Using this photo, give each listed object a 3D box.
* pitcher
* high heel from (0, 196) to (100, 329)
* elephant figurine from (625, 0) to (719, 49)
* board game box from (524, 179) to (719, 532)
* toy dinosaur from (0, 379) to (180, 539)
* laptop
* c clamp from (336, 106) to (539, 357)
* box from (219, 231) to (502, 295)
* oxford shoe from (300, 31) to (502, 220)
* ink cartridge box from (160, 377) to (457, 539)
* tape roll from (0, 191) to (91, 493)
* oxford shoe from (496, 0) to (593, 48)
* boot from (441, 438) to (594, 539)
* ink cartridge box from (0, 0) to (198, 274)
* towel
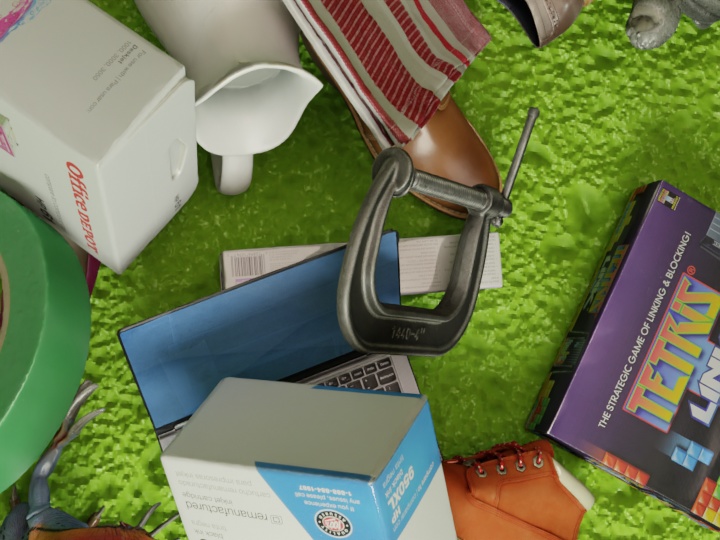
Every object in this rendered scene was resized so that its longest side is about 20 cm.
[{"bbox_3d":[-0.094,-0.167,0.776,0.119,0.172,0.203,-7,67,-20],"label":"pitcher"},{"bbox_3d":[-0.205,0.003,0.757,0.066,0.096,0.204,10,85,-9],"label":"high heel"},{"bbox_3d":[0.256,-0.235,0.841,0.152,0.142,0.204,0,80,5],"label":"elephant figurine"},{"bbox_3d":[0.236,0.063,0.854,0.164,0.057,0.202,27,82,-9],"label":"board game box"},{"bbox_3d":[-0.174,0.177,0.707,0.104,0.181,0.202,33,85,-11],"label":"toy dinosaur"},{"bbox_3d":[-0.038,0.103,0.772,0.185,0.116,0.203,-20,90,-10],"label":"laptop"},{"bbox_3d":[0.046,-0.028,0.744,0.027,0.199,0.174,17,100,30],"label":"c clamp"},{"bbox_3d":[0.000,0.000,0.823,0.196,0.039,0.042,-5,88,-10],"label":"box"},{"bbox_3d":[0.031,-0.116,0.822,0.071,0.071,0.200,-43,96,-11],"label":"oxford shoe"},{"bbox_3d":[-0.019,0.175,0.716,0.142,0.084,0.203,2,120,27],"label":"ink cartridge box"},{"bbox_3d":[-0.259,0.046,0.715,0.197,0.048,0.204,-9,66,20],"label":"tape roll"},{"bbox_3d":[0.083,-0.245,0.839,0.199,0.071,0.073,41,86,-6],"label":"oxford shoe"},{"bbox_3d":[0.078,0.146,0.797,0.199,0.075,0.108,38,81,-29],"label":"boot"},{"bbox_3d":[-0.200,-0.108,0.711,0.198,0.145,0.085,33,67,9],"label":"ink cartridge box"},{"bbox_3d":[0.017,-0.175,0.769,0.023,0.200,0.145,-28,105,33],"label":"towel"}]
